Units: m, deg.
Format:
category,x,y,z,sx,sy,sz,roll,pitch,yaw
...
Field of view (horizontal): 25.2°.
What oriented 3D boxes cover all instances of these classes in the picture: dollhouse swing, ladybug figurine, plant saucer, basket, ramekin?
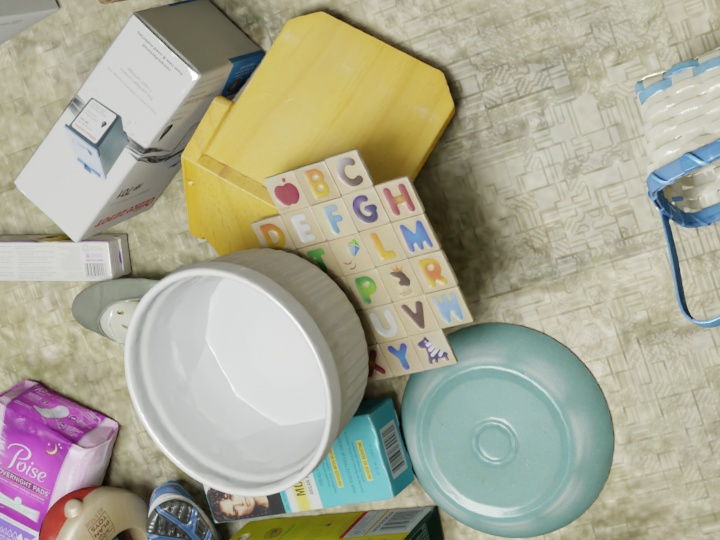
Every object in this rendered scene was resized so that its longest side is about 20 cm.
category,x,y,z,sx,sy,sz,roll,pitch,yaw
dollhouse swing,-0.028,-0.090,1.429,0.199,0.176,0.182,28,153,13
ladybug figurine,-0.255,0.276,1.545,0.072,0.136,0.201,23,143,28
plant saucer,0.123,0.148,1.426,0.199,0.036,0.202,6,105,21
basket,0.306,-0.074,1.230,0.175,0.139,0.201,-21,64,25
ramekin,-0.088,0.076,1.345,0.199,0.105,0.202,10,113,25

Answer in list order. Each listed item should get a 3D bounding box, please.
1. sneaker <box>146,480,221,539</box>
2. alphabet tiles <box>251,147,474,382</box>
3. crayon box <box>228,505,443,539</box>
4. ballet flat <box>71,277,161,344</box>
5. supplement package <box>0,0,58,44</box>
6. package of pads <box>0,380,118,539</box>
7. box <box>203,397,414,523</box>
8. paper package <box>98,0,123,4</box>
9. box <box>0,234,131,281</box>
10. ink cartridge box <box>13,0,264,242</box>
category,x,y,z,sx,sy,sz,roll,pitch,yaw
sneaker,-0.150,0.289,1.555,0.075,0.077,0.201,-19,114,-5
alphabet tiles,0.000,0.000,1.334,0.166,0.006,0.201,-14,110,36
crayon box,-0.037,0.265,1.469,0.199,0.127,0.051,-8,100,24
ballet flat,-0.182,0.043,1.490,0.199,0.064,0.068,-4,126,14
supplement package,-0.407,-0.246,1.494,0.199,0.121,0.120,-25,93,25
package of pads,-0.323,0.223,1.600,0.120,0.076,0.201,24,110,12
box,-0.055,0.176,1.486,0.199,0.049,0.083,-13,98,29
paper package,-0.187,-0.340,1.345,0.103,0.190,0.201,-32,89,29
box,-0.318,-0.013,1.560,0.199,0.039,0.042,-1,102,22
ink cartridge box,-0.194,-0.135,1.422,0.086,0.146,0.200,41,114,5
